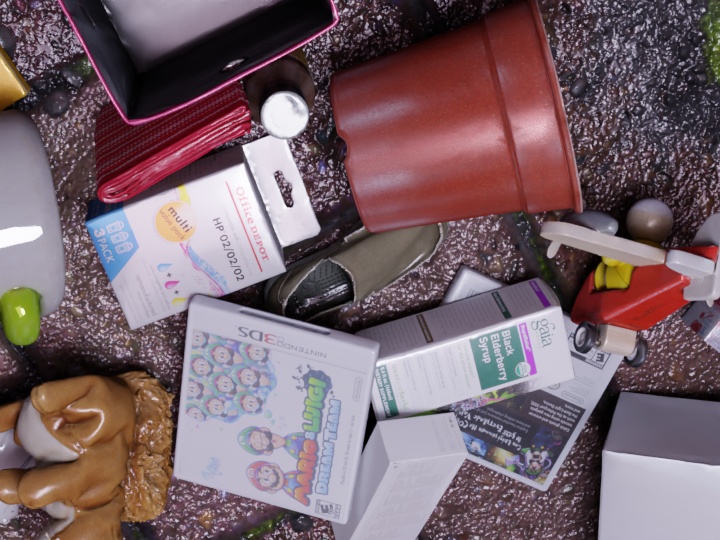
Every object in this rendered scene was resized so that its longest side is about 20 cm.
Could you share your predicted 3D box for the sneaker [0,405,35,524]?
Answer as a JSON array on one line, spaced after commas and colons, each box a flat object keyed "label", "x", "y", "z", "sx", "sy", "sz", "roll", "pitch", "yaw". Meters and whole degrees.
[{"label": "sneaker", "x": -0.382, "y": 0.232, "z": 1.323, "sx": 0.087, "sy": 0.075, "sz": 0.201, "roll": 32, "pitch": 103, "yaw": -21}]

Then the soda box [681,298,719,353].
[{"label": "soda box", "x": 0.428, "y": 0.090, "z": 1.372, "sx": 0.199, "sy": 0.070, "sz": 0.064, "roll": 35, "pitch": 99, "yaw": -17}]

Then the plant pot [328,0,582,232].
[{"label": "plant pot", "x": 0.082, "y": -0.128, "z": 1.200, "sx": 0.193, "sy": 0.201, "sz": 0.203, "roll": -13, "pitch": 110, "yaw": 7}]

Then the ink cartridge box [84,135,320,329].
[{"label": "ink cartridge box", "x": -0.144, "y": -0.039, "z": 1.258, "sx": 0.198, "sy": 0.068, "sz": 0.116, "roll": -21, "pitch": 111, "yaw": 1}]

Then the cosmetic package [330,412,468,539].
[{"label": "cosmetic package", "x": 0.033, "y": 0.212, "z": 1.316, "sx": 0.082, "sy": 0.051, "sz": 0.201, "roll": -6, "pitch": 146, "yaw": -22}]

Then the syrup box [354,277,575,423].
[{"label": "syrup box", "x": 0.100, "y": 0.082, "z": 1.299, "sx": 0.198, "sy": 0.082, "sz": 0.079, "roll": -16, "pitch": 112, "yaw": -1}]

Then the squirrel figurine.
[{"label": "squirrel figurine", "x": -0.244, "y": 0.199, "z": 1.267, "sx": 0.141, "sy": 0.199, "sz": 0.189, "roll": -22, "pitch": 80, "yaw": 42}]

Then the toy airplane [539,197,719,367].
[{"label": "toy airplane", "x": 0.278, "y": -0.010, "z": 1.248, "sx": 0.197, "sy": 0.143, "sz": 0.200, "roll": -7, "pitch": 150, "yaw": 18}]

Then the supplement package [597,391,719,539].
[{"label": "supplement package", "x": 0.340, "y": 0.250, "z": 1.347, "sx": 0.189, "sy": 0.147, "sz": 0.202, "roll": 5, "pitch": 111, "yaw": 16}]

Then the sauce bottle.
[{"label": "sauce bottle", "x": -0.072, "y": -0.158, "z": 1.157, "sx": 0.064, "sy": 0.200, "sz": 0.065, "roll": -2, "pitch": 111, "yaw": -4}]

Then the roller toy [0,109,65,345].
[{"label": "roller toy", "x": -0.340, "y": -0.043, "z": 1.164, "sx": 0.138, "sy": 0.200, "sz": 0.184, "roll": -10, "pitch": 117, "yaw": -19}]

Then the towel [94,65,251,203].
[{"label": "towel", "x": -0.165, "y": -0.130, "z": 1.156, "sx": 0.144, "sy": 0.200, "sz": 0.023, "roll": -28, "pitch": 118, "yaw": 3}]

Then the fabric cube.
[{"label": "fabric cube", "x": -0.150, "y": -0.265, "z": 1.111, "sx": 0.195, "sy": 0.200, "sz": 0.201, "roll": -26, "pitch": 110, "yaw": 2}]

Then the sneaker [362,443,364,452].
[{"label": "sneaker", "x": -0.079, "y": 0.132, "z": 1.320, "sx": 0.199, "sy": 0.078, "sz": 0.070, "roll": 30, "pitch": 103, "yaw": -16}]

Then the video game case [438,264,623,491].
[{"label": "video game case", "x": 0.148, "y": 0.113, "z": 1.372, "sx": 0.198, "sy": 0.023, "sz": 0.183, "roll": 24, "pitch": 104, "yaw": -15}]

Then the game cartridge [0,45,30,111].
[{"label": "game cartridge", "x": -0.423, "y": -0.197, "z": 1.193, "sx": 0.175, "sy": 0.032, "sz": 0.201, "roll": -31, "pitch": 107, "yaw": 4}]

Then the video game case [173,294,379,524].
[{"label": "video game case", "x": -0.083, "y": 0.134, "z": 1.267, "sx": 0.180, "sy": 0.024, "sz": 0.202, "roll": 14, "pitch": 118, "yaw": 8}]

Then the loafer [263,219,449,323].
[{"label": "loafer", "x": 0.000, "y": 0.000, "z": 1.289, "sx": 0.199, "sy": 0.070, "sz": 0.076, "roll": -32, "pitch": 110, "yaw": 5}]
